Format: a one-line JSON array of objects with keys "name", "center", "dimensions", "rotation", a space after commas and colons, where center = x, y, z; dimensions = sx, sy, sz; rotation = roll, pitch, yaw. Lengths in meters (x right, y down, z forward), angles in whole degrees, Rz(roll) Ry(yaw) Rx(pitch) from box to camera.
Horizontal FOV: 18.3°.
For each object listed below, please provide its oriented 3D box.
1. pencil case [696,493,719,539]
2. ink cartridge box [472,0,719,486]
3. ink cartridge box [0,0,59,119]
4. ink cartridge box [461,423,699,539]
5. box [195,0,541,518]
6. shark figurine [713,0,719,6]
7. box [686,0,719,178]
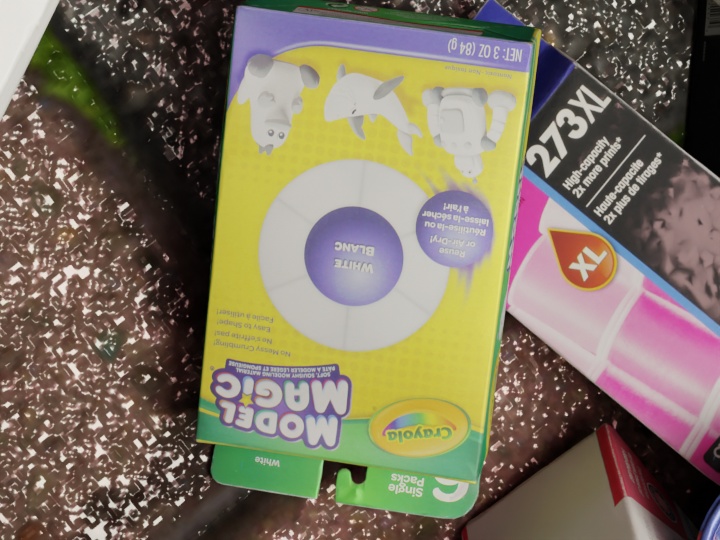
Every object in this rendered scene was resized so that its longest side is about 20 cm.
[{"name": "pencil case", "center": [0.183, 0.105, 0.891], "dimensions": [0.078, 0.200, 0.087], "rotation": [4, 90, 16]}, {"name": "ink cartridge box", "center": [0.099, -0.012, 0.895], "dimensions": [0.200, 0.037, 0.095], "rotation": [40, 96, 7]}, {"name": "ink cartridge box", "center": [-0.176, -0.133, 0.782], "dimensions": [0.146, 0.147, 0.200], "rotation": [28, 84, -17]}, {"name": "ink cartridge box", "center": [0.135, 0.181, 0.897], "dimensions": [0.084, 0.145, 0.200], "rotation": [-38, 105, 12]}, {"name": "box", "center": [0.000, 0.000, 0.867], "dimensions": [0.117, 0.048, 0.201], "rotation": [7, 106, 7]}, {"name": "shark figurine", "center": [0.096, -0.128, 0.844], "dimensions": [0.214, 0.090, 0.128], "rotation": [16, 133, 5]}, {"name": "box", "center": [0.217, -0.037, 0.956], "dimensions": [0.141, 0.079, 0.201], "rotation": [3, 93, -21]}]
